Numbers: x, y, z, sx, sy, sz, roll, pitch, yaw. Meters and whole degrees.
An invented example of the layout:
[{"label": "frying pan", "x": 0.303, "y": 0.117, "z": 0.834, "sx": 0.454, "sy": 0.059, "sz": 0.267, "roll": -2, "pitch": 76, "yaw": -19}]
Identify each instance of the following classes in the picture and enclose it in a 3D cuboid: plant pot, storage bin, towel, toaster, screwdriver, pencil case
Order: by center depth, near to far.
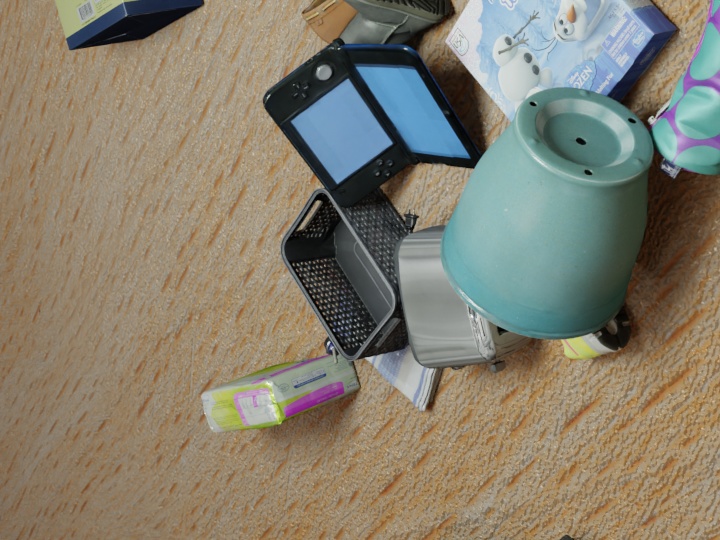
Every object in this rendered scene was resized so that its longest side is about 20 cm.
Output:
[{"label": "pencil case", "x": 0.329, "y": -0.183, "z": 1.048, "sx": 0.092, "sy": 0.085, "sz": 0.200, "roll": 25, "pitch": 125, "yaw": 13}, {"label": "plant pot", "x": 0.195, "y": -0.069, "z": 1.139, "sx": 0.200, "sy": 0.200, "sz": 0.188, "roll": 47, "pitch": 145, "yaw": 28}, {"label": "toaster", "x": 0.124, "y": 0.021, "z": 1.357, "sx": 0.129, "sy": 0.113, "sz": 0.201, "roll": -3, "pitch": 100, "yaw": 46}, {"label": "storage bin", "x": 0.000, "y": 0.000, "z": 1.488, "sx": 0.200, "sy": 0.094, "sz": 0.135, "roll": 58, "pitch": 133, "yaw": 25}, {"label": "screwdriver", "x": -0.033, "y": 0.102, "z": 1.520, "sx": 0.200, "sy": 0.028, "sz": 0.029, "roll": 169, "pitch": 113, "yaw": -87}, {"label": "towel", "x": 0.038, "y": 0.078, "z": 1.550, "sx": 0.200, "sy": 0.024, "sz": 0.147, "roll": 40, "pitch": 131, "yaw": 33}]

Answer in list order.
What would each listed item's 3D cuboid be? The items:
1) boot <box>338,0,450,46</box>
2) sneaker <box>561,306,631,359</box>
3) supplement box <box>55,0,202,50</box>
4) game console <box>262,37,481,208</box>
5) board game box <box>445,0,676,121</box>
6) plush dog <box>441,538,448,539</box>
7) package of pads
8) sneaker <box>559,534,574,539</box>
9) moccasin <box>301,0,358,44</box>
[{"label": "boot", "x": -0.012, "y": -0.277, "z": 1.366, "sx": 0.200, "sy": 0.181, "sz": 0.073, "roll": -36, "pitch": 42, "yaw": 49}, {"label": "sneaker", "x": 0.210, "y": 0.014, "z": 1.278, "sx": 0.200, "sy": 0.078, "sz": 0.090, "roll": 63, "pitch": 148, "yaw": 13}, {"label": "supplement box", "x": -0.363, "y": -0.457, "z": 1.726, "sx": 0.200, "sy": 0.134, "sz": 0.200, "roll": -10, "pitch": 97, "yaw": 51}, {"label": "game console", "x": 0.015, "y": -0.159, "z": 1.340, "sx": 0.200, "sy": 0.171, "sz": 0.118, "roll": 52, "pitch": -177, "yaw": -39}, {"label": "board game box", "x": 0.200, "y": -0.245, "z": 1.211, "sx": 0.199, "sy": 0.043, "sz": 0.200, "roll": 55, "pitch": 139, "yaw": 21}, {"label": "plush dog", "x": 0.112, "y": 0.412, "z": 1.458, "sx": 0.172, "sy": 0.200, "sz": 0.161, "roll": -31, "pitch": 65, "yaw": 38}, {"label": "package of pads", "x": -0.121, "y": 0.178, "z": 1.674, "sx": 0.200, "sy": 0.154, "sz": 0.068, "roll": -16, "pitch": 92, "yaw": 52}, {"label": "sneaker", "x": 0.250, "y": 0.406, "z": 1.406, "sx": 0.087, "sy": 0.076, "sz": 0.200, "roll": 28, "pitch": 130, "yaw": 23}, {"label": "moccasin", "x": -0.010, "y": -0.354, "z": 1.389, "sx": 0.078, "sy": 0.074, "sz": 0.201, "roll": 33, "pitch": 149, "yaw": -12}]
